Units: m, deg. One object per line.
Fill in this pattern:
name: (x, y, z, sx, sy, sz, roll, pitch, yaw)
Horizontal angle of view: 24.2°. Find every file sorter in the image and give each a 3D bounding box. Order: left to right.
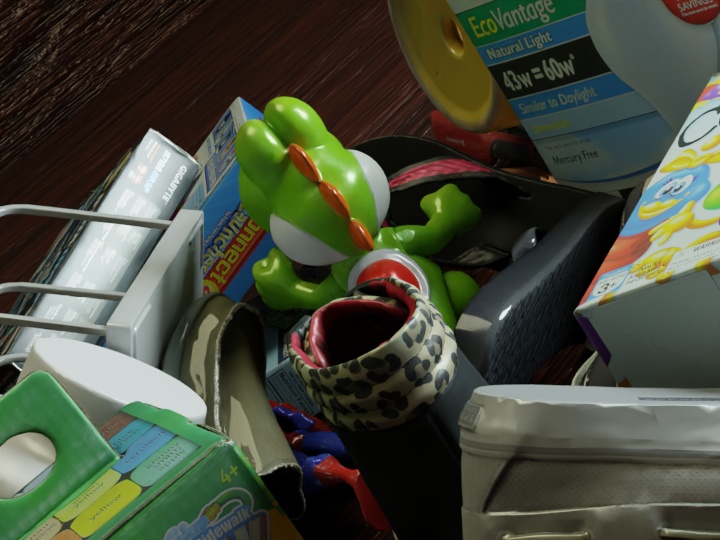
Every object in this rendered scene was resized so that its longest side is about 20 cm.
file sorter: (-0.160, 0.080, 0.904, 0.123, 0.202, 0.139, 7, 26, 7)

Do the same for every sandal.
sandal: (0.056, -0.031, 0.943, 0.198, 0.076, 0.045, 12, 13, 26)
sandal: (0.086, 0.007, 0.826, 0.042, 0.077, 0.200, 16, 23, 26)

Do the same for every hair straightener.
hair straightener: (0.122, -0.101, 1.165, 0.076, 0.041, 0.200, -21, 13, -19)

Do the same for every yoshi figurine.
yoshi figurine: (0.002, -0.006, 0.884, 0.111, 0.201, 0.113, -19, 22, 44)

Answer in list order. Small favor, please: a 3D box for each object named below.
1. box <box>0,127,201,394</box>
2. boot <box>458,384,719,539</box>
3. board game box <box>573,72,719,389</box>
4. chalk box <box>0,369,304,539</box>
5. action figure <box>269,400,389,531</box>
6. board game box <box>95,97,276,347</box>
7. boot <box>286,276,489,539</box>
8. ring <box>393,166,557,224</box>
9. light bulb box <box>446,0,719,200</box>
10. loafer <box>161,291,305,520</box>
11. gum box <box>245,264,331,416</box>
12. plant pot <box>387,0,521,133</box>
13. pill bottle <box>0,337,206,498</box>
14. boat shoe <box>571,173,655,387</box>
box: (-0.194, 0.020, 1.101, 0.159, 0.046, 0.201, -38, 21, 52)
boot: (0.132, 0.092, 0.582, 0.197, 0.097, 0.074, 1, 3, 9)
board game box: (0.186, -0.012, 0.705, 0.102, 0.105, 0.200, -21, 20, 40)
chalk box: (-0.085, 0.136, 0.655, 0.125, 0.201, 0.124, -40, 17, -17)
action figure: (-0.032, 0.104, 0.909, 0.065, 0.052, 0.199, -37, 22, -26)
board game box: (-0.112, -0.009, 1.112, 0.197, 0.056, 0.200, -53, 13, 7)
boot: (0.027, 0.069, 0.703, 0.073, 0.154, 0.203, -36, 16, -6)
ring: (0.052, -0.043, 1.081, 0.198, 0.019, 0.200, -7, 9, 1)
light bulb box: (0.176, -0.132, 0.892, 0.125, 0.201, 0.197, -44, 18, -31)
loafer: (-0.057, 0.102, 0.841, 0.069, 0.075, 0.202, -13, 61, 19)
gum box: (-0.099, 0.084, 1.112, 0.199, 0.045, 0.170, -32, 16, 10)
plant pot: (0.128, -0.183, 1.076, 0.188, 0.203, 0.200, -28, 13, -19)
pill bottle: (-0.144, 0.140, 0.766, 0.113, 0.112, 0.202, -132, 63, -74)
boat shoe: (0.128, 0.018, 0.797, 0.062, 0.073, 0.201, -24, 24, 23)
